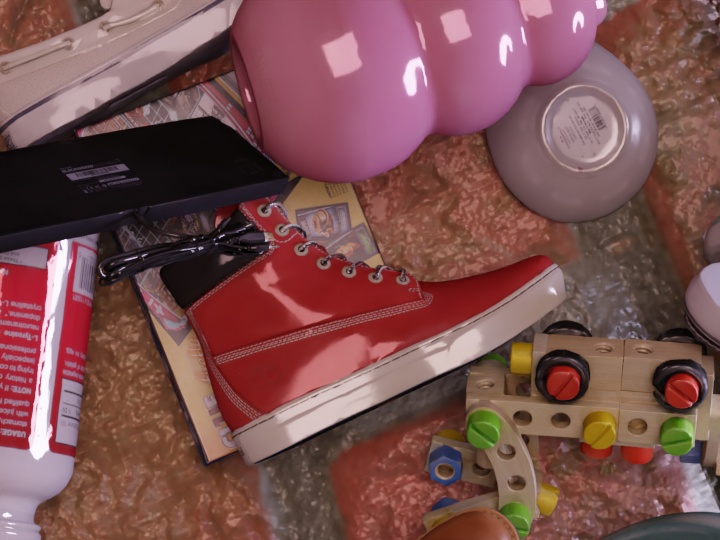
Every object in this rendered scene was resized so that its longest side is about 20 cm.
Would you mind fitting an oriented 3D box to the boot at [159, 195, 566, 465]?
[{"bbox_3d":[0.000,0.000,1.271,0.200,0.072,0.144,-24,84,-5],"label":"boot"}]

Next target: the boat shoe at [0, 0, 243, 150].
[{"bbox_3d":[-0.121,-0.139,1.314,0.200,0.071,0.070,-30,88,-3],"label":"boat shoe"}]

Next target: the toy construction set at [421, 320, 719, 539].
[{"bbox_3d":[0.134,0.092,1.284,0.200,0.092,0.131,-3,118,-7],"label":"toy construction set"}]

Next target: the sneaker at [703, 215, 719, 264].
[{"bbox_3d":[0.281,-0.072,1.354,0.200,0.074,0.118,-19,61,5],"label":"sneaker"}]

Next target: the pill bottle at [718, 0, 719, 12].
[{"bbox_3d":[0.239,-0.229,1.342,0.109,0.109,0.200,-2,82,-7],"label":"pill bottle"}]

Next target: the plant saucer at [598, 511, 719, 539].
[{"bbox_3d":[0.150,0.205,1.219,0.200,0.200,0.027,-49,129,-10],"label":"plant saucer"}]

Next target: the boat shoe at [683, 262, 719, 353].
[{"bbox_3d":[0.241,0.049,1.284,0.200,0.057,0.069,16,35,-38],"label":"boat shoe"}]

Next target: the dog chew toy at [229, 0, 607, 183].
[{"bbox_3d":[0.034,-0.121,1.260,0.200,0.125,0.125,-15,84,-8],"label":"dog chew toy"}]

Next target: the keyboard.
[{"bbox_3d":[-0.123,-0.031,1.207,0.200,0.021,0.127,-14,40,-35],"label":"keyboard"}]

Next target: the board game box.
[{"bbox_3d":[-0.061,-0.008,1.316,0.135,0.035,0.200,-21,85,-9],"label":"board game box"}]

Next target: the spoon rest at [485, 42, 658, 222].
[{"bbox_3d":[0.101,-0.123,1.347,0.099,0.061,0.200,-27,99,-8],"label":"spoon rest"}]

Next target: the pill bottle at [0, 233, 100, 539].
[{"bbox_3d":[-0.203,0.058,1.252,0.112,0.112,0.200,7,81,-5],"label":"pill bottle"}]

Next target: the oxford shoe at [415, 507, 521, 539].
[{"bbox_3d":[0.010,0.196,1.220,0.071,0.071,0.200,38,75,24],"label":"oxford shoe"}]
